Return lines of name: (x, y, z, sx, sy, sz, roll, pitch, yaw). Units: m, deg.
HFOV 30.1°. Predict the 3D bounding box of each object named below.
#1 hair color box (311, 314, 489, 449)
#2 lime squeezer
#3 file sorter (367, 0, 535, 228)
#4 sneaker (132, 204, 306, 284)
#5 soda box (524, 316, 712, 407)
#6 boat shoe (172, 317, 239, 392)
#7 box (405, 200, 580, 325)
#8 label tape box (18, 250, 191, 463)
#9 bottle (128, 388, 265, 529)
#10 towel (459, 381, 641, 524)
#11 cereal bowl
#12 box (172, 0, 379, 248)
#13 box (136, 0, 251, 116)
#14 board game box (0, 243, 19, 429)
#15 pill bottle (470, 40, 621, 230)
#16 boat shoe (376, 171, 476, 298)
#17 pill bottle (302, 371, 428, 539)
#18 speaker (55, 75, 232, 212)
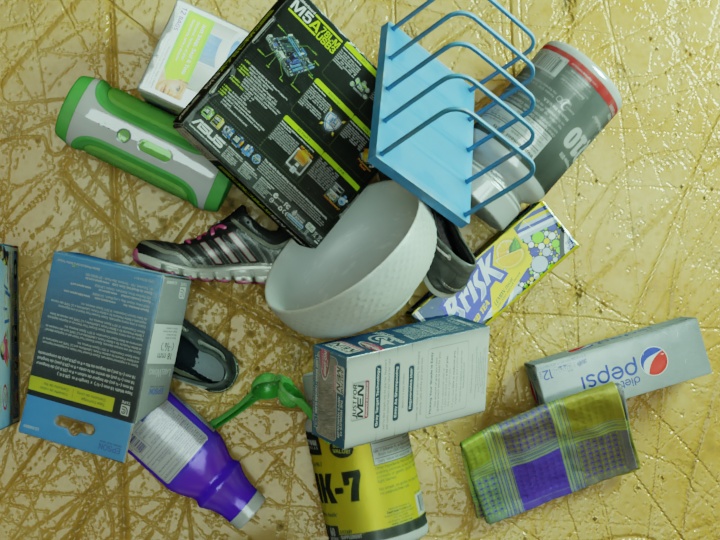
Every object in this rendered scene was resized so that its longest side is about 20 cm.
hair color box: (0.044, 0.114, 1.410, 0.199, 0.060, 0.101, -10, 108, -39)
lime squeezer: (-0.094, 0.146, 1.467, 0.038, 0.199, 0.071, 50, 57, -33)
file sorter: (0.103, -0.179, 1.397, 0.138, 0.122, 0.201, 32, 45, -30)
sneaker: (-0.154, -0.031, 1.505, 0.198, 0.074, 0.088, 3, 89, -9)
soda box: (0.294, 0.112, 1.536, 0.198, 0.063, 0.069, -17, 91, -4)
boat shoe: (-0.226, 0.074, 1.500, 0.199, 0.062, 0.073, 31, 90, -2)
box: (0.149, 0.010, 1.528, 0.200, 0.064, 0.070, -40, 92, -4)
label tape box: (-0.276, 0.091, 1.446, 0.143, 0.063, 0.202, 12, 91, 23)
bottle: (-0.194, 0.205, 1.498, 0.200, 0.065, 0.084, 42, 92, -2)
towel: (0.216, 0.208, 1.512, 0.199, 0.023, 0.144, -18, 126, -3)
cereal bowl: (0.000, 0.000, 1.427, 0.200, 0.200, 0.083, -40, 118, -4)
box: (-0.064, -0.159, 1.417, 0.200, 0.047, 0.194, 42, 78, -20)
box: (-0.132, -0.203, 1.494, 0.199, 0.101, 0.113, 25, 88, -3)
board game box: (-0.406, 0.070, 1.421, 0.055, 0.196, 0.202, -1, 88, -4)
pill bottle: (0.190, -0.149, 1.510, 0.114, 0.114, 0.200, 42, 87, -2)
boat shoe: (0.077, -0.065, 1.493, 0.066, 0.057, 0.201, 0, 57, -39)
pill bottle: (0.001, 0.205, 1.489, 0.113, 0.114, 0.202, -12, 89, -4)
speaker: (-0.234, -0.140, 1.491, 0.199, 0.088, 0.089, 26, 87, -3)
